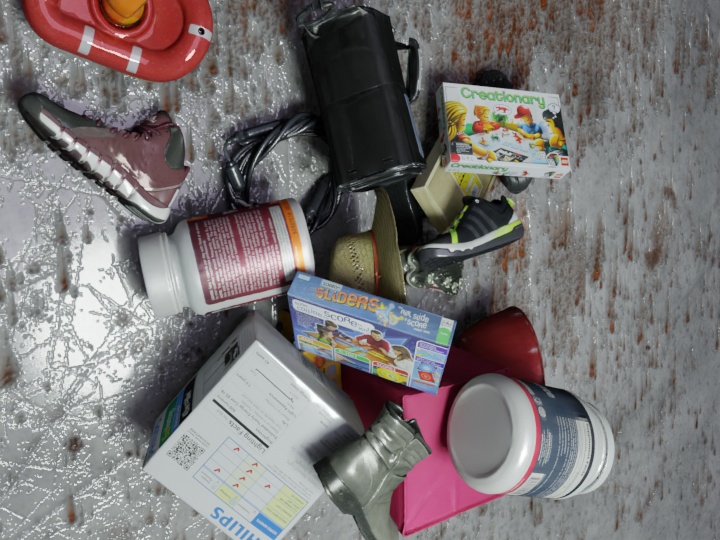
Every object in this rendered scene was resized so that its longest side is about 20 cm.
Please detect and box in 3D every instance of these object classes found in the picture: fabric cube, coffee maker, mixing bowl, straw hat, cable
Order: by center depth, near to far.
[{"bbox_3d":[-0.004,-0.207,0.794,0.189,0.132,0.206,-14,89,-49],"label":"coffee maker"},{"bbox_3d":[0.000,0.000,0.818,0.082,0.201,0.208,-8,104,-7],"label":"straw hat"},{"bbox_3d":[-0.087,-0.123,0.851,0.196,0.050,0.168,-23,110,-28],"label":"cable"},{"bbox_3d":[0.082,0.227,0.930,0.195,0.198,0.203,-6,103,-31],"label":"fabric cube"},{"bbox_3d":[0.210,0.166,1.022,0.105,0.200,0.207,-5,102,-9],"label":"mixing bowl"}]

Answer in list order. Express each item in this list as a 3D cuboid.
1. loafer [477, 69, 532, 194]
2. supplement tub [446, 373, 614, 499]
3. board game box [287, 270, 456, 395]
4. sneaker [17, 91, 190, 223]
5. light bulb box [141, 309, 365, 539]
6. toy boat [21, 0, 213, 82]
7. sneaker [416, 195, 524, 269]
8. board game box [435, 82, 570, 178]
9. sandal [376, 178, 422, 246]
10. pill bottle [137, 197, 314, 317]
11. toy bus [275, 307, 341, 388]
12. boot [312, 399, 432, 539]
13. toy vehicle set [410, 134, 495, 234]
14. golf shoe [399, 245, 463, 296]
[{"bbox_3d":[0.226,-0.221,1.007,0.066,0.071,0.207,-12,76,1],"label":"loafer"},{"bbox_3d":[0.222,0.219,0.817,0.196,0.139,0.145,17,89,-33],"label":"supplement tub"},{"bbox_3d":[0.011,0.079,0.763,0.137,0.194,0.035,93,17,-56],"label":"board game box"},{"bbox_3d":[-0.277,-0.156,0.720,0.200,0.075,0.117,46,69,-40],"label":"sneaker"},{"bbox_3d":[-0.129,0.201,0.787,0.200,0.125,0.198,-46,107,1],"label":"light bulb box"},{"bbox_3d":[-0.251,-0.287,0.672,0.196,0.130,0.135,14,92,-33],"label":"toy boat"},{"bbox_3d":[0.150,-0.061,0.901,0.196,0.071,0.085,-16,82,-33],"label":"sneaker"},{"bbox_3d":[0.212,-0.207,0.937,0.193,0.035,0.130,1,72,-15],"label":"board game box"},{"bbox_3d":[0.055,-0.139,0.937,0.048,0.073,0.206,-39,127,-48],"label":"sandal"},{"bbox_3d":[-0.162,-0.013,0.768,0.194,0.114,0.118,-13,105,-15],"label":"pill bottle"},{"bbox_3d":[-0.070,0.155,0.899,0.076,0.065,0.207,-10,103,-30],"label":"toy bus"},{"bbox_3d":[0.038,0.253,0.755,0.129,0.068,0.202,-35,129,-6],"label":"boot"},{"bbox_3d":[0.153,-0.146,0.971,0.125,0.026,0.202,52,50,-29],"label":"toy vehicle set"},{"bbox_3d":[0.100,-0.008,0.981,0.198,0.086,0.080,12,85,-55],"label":"golf shoe"}]
